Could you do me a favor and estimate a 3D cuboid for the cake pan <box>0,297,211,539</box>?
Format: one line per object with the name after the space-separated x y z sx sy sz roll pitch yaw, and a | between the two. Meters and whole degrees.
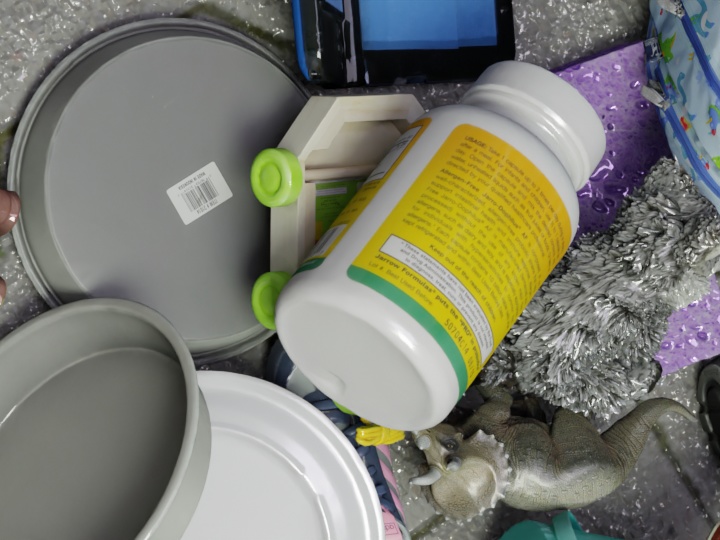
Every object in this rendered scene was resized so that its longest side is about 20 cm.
-0.161 0.110 1.492 0.037 0.200 0.200 43 74 -44 | cake pan

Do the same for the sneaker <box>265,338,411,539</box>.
-0.001 0.128 1.598 0.070 0.082 0.200 -16 94 -20 | sneaker

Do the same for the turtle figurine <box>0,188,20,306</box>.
-0.263 -0.043 1.497 0.161 0.064 0.200 22 49 -34 | turtle figurine

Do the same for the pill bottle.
0.050 -0.019 1.513 0.113 0.113 0.200 45 60 -14 | pill bottle

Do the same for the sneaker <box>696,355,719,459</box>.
0.273 0.143 1.706 0.079 0.075 0.200 -16 95 -22 | sneaker

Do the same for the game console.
0.022 -0.210 1.600 0.118 0.171 0.200 -5 91 6 | game console

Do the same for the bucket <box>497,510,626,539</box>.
0.136 0.243 1.590 0.135 0.207 0.208 16 83 -14 | bucket

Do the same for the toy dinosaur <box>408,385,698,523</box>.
0.103 0.108 1.617 0.200 0.077 0.102 8 45 -23 | toy dinosaur

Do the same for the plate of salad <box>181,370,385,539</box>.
-0.084 0.154 1.569 0.200 0.048 0.201 1 97 6 | plate of salad

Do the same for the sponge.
0.151 -0.030 1.686 0.111 0.030 0.200 -19 96 -20 | sponge

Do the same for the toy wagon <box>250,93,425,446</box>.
0.000 0.000 1.573 0.155 0.040 0.200 -6 99 -46 | toy wagon

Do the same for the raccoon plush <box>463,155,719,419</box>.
0.126 0.017 1.562 0.200 0.134 0.097 -24 61 -40 | raccoon plush

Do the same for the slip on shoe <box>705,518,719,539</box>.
0.214 0.191 1.494 0.074 0.061 0.200 26 45 0 | slip on shoe

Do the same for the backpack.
0.249 -0.110 1.637 0.163 0.200 0.154 23 110 -27 | backpack

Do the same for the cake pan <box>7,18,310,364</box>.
-0.100 -0.046 1.580 0.200 0.037 0.201 0 89 -21 | cake pan
